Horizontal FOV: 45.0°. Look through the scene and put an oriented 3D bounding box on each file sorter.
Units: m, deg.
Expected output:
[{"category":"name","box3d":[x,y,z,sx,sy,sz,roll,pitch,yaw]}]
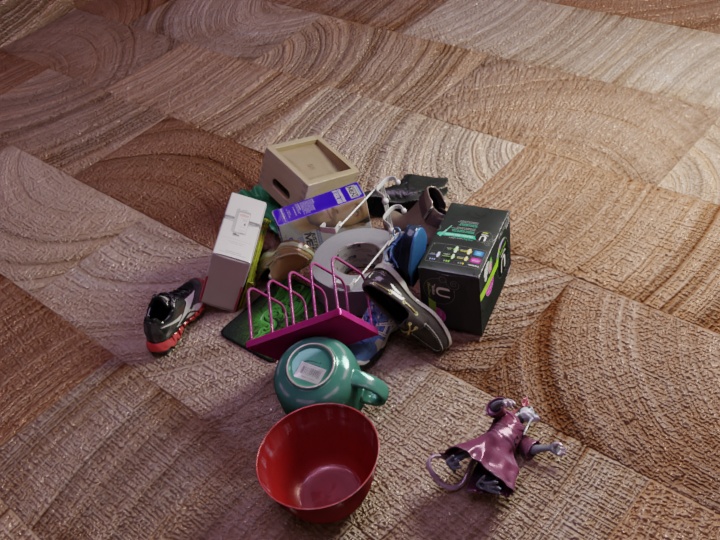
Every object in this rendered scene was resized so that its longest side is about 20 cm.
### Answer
[{"category":"file sorter","box3d":[-0.092,0.071,1.577,0.198,0.139,0.127,-20,63,24]}]

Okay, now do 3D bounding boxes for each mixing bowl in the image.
[{"category":"mixing bowl","box3d":[-0.059,0.322,1.377,0.197,0.109,0.201,-7,40,6]}]

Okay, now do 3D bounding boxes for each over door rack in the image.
[{"category":"over door rack","box3d":[0.023,-0.068,1.674,0.066,0.149,0.200,21,48,39]}]

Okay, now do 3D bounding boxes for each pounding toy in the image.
[{"category":"pounding toy","box3d":[-0.126,-0.210,1.984,0.183,0.143,0.200,-20,51,-40]}]

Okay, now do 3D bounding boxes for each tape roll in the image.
[{"category":"tape roll","box3d":[0.000,0.000,1.763,0.197,0.067,0.201,-7,39,5]}]

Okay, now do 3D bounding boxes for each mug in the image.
[{"category":"mug","box3d":[-0.059,0.185,1.503,0.183,0.115,0.153,-24,53,-3]}]

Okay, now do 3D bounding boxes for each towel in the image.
[{"category":"towel","box3d":[-0.222,-0.016,1.835,0.018,0.087,0.201,16,44,-7]}]

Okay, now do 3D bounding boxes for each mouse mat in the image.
[{"category":"mouse mat","box3d":[-0.166,0.093,1.751,0.160,0.008,0.200,22,50,34]}]

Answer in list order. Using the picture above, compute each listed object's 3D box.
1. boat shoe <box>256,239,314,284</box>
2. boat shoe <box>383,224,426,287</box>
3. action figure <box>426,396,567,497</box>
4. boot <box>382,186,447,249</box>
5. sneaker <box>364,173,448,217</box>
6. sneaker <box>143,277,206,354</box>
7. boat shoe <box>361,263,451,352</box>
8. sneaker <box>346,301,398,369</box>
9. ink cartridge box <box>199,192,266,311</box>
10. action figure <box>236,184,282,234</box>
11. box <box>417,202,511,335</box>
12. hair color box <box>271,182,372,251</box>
[{"category":"boat shoe","box3d":[-0.157,-0.006,1.772,0.200,0.071,0.077,-24,37,60]},{"category":"boat shoe","box3d":[0.076,-0.025,1.597,0.068,0.201,0.085,27,64,13]},{"category":"action figure","box3d":[0.225,0.280,1.385,0.149,0.134,0.200,-36,3,45]},{"category":"boot","box3d":[0.121,-0.111,1.794,0.070,0.147,0.201,-2,41,-32]},{"category":"sneaker","box3d":[0.096,-0.173,1.951,0.197,0.060,0.105,4,44,11]},{"category":"sneaker","box3d":[-0.375,0.072,1.761,0.070,0.099,0.201,7,43,25]},{"category":"boat shoe","box3d":[0.082,0.080,1.583,0.201,0.072,0.061,47,54,-4]},{"category":"sneaker","box3d":[0.023,0.102,1.634,0.075,0.078,0.200,17,52,29]},{"category":"ink cartridge box","box3d":[-0.264,-0.040,1.811,0.082,0.147,0.201,16,41,-8]},{"category":"action figure","box3d":[-0.192,-0.127,1.976,0.117,0.055,0.200,-29,49,-20]},{"category":"box","box3d":[0.202,-0.006,1.654,0.123,0.150,0.201,10,45,22]},{"category":"hair color box","box3d":[-0.080,-0.102,1.873,0.198,0.110,0.065,-21,40,-8]}]
